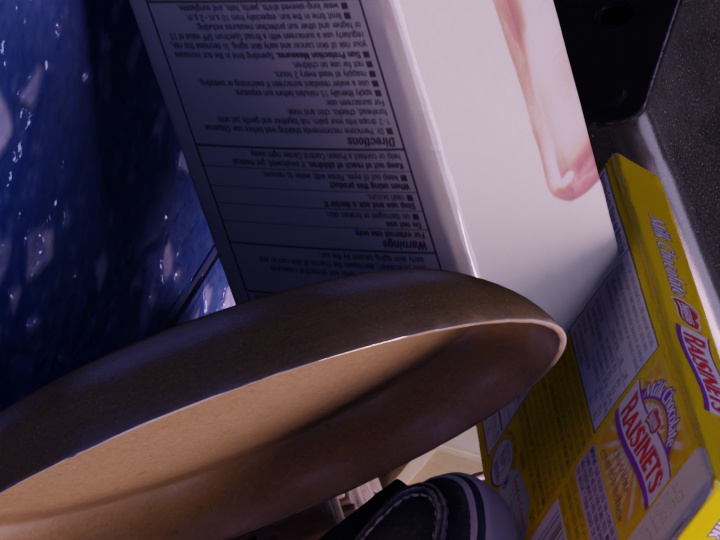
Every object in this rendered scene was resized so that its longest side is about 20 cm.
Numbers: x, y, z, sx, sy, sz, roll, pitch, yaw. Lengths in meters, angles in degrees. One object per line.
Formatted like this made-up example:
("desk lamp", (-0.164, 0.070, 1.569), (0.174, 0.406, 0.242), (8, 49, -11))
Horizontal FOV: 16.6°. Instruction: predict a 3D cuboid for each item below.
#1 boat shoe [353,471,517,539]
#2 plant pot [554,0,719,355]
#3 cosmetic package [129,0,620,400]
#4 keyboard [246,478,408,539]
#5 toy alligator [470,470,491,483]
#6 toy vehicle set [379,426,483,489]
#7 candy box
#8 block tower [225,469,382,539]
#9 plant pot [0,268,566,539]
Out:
("boat shoe", (-0.026, 0.132, 0.738), (0.091, 0.071, 0.201), (40, 64, -27))
("plant pot", (0.085, -0.037, 1.043), (0.201, 0.198, 0.178), (-66, 147, -41))
("cosmetic package", (0.000, -0.069, 0.752), (0.087, 0.103, 0.201), (-45, 129, -43))
("keyboard", (-0.056, 0.129, 0.795), (0.200, 0.040, 0.105), (-36, 142, -28))
("toy alligator", (0.022, 0.137, 0.913), (0.200, 0.059, 0.055), (121, -47, -58))
("toy vehicle set", (0.065, 0.102, 1.012), (0.200, 0.123, 0.027), (122, -17, -66))
("candy box", (0.076, 0.051, 0.786), (0.102, 0.026, 0.200), (-55, -161, 24))
("block tower", (-0.031, 0.083, 0.886), (0.200, 0.054, 0.058), (54, 16, -67))
("plant pot", (-0.039, 0.045, 0.680), (0.200, 0.199, 0.028), (34, 34, -72))
